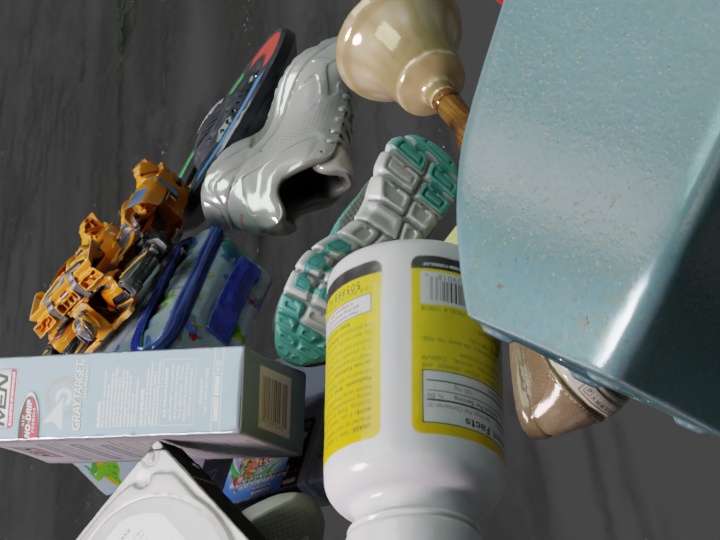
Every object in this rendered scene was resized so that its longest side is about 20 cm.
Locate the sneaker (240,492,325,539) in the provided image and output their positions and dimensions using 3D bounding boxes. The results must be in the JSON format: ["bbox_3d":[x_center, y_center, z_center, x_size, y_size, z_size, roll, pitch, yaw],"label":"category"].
[{"bbox_3d":[-0.104,0.204,1.428,0.200,0.070,0.080,-42,28,21],"label":"sneaker"}]

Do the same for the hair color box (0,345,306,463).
[{"bbox_3d":[-0.147,0.092,1.428,0.199,0.099,0.061,-4,75,23],"label":"hair color box"}]

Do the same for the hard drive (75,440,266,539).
[{"bbox_3d":[-0.105,0.223,1.340,0.140,0.038,0.200,-50,61,7],"label":"hard drive"}]

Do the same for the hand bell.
[{"bbox_3d":[0.065,-0.116,1.535,0.104,0.104,0.200,-46,42,13],"label":"hand bell"}]

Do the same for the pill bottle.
[{"bbox_3d":[0.032,0.092,1.288,0.111,0.111,0.201,-27,50,39],"label":"pill bottle"}]

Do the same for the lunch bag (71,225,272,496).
[{"bbox_3d":[-0.147,0.061,1.595,0.161,0.082,0.200,-41,15,27],"label":"lunch bag"}]

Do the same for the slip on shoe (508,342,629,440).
[{"bbox_3d":[0.113,0.022,1.306,0.060,0.076,0.201,-37,40,22],"label":"slip on shoe"}]

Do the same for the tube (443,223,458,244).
[{"bbox_3d":[0.083,-0.017,1.415,0.200,0.058,0.052,-51,-10,-6],"label":"tube"}]

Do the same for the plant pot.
[{"bbox_3d":[0.167,-0.030,1.139,0.195,0.196,0.201,22,87,47],"label":"plant pot"}]

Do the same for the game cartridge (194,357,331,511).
[{"bbox_3d":[-0.057,0.115,1.495,0.199,0.038,0.130,-21,38,45],"label":"game cartridge"}]

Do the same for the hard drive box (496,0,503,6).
[{"bbox_3d":[0.165,-0.238,1.422,0.199,0.156,0.077,-15,47,50],"label":"hard drive box"}]

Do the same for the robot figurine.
[{"bbox_3d":[-0.192,-0.003,1.612,0.145,0.058,0.200,-44,12,23],"label":"robot figurine"}]

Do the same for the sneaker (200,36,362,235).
[{"bbox_3d":[-0.032,-0.097,1.665,0.099,0.078,0.201,21,66,33],"label":"sneaker"}]

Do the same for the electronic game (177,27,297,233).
[{"bbox_3d":[-0.112,-0.115,1.766,0.201,0.041,0.200,-56,10,16],"label":"electronic game"}]

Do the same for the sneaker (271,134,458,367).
[{"bbox_3d":[0.000,0.000,1.481,0.200,0.077,0.091,-52,-2,-32],"label":"sneaker"}]
